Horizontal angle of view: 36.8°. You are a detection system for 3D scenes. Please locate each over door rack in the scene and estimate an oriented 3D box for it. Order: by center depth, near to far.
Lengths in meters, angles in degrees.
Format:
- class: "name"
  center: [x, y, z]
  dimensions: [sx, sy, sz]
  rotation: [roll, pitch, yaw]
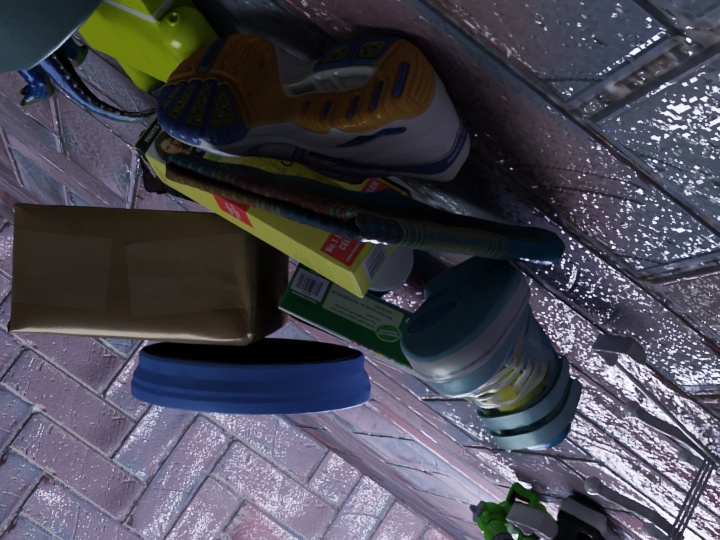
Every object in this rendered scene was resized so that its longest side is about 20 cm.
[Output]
- class: "over door rack"
  center: [0.179, 0.151, 0.780]
  dimensions: [0.067, 0.148, 0.200]
  rotation: [13, 155, 45]

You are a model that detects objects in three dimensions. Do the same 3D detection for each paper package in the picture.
- class: "paper package"
  center: [-0.169, 0.002, 0.916]
  dimensions: [0.199, 0.104, 0.191]
  rotation: [2, -179, 6]

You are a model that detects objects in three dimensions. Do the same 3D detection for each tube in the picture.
- class: "tube"
  center: [0.000, 0.000, 0.913]
  dimensions: [0.077, 0.050, 0.200]
  rotation: [38, 170, -4]

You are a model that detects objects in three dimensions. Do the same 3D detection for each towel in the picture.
- class: "towel"
  center: [0.010, -0.033, 0.606]
  dimensions: [0.146, 0.022, 0.200]
  rotation: [18, -172, 37]

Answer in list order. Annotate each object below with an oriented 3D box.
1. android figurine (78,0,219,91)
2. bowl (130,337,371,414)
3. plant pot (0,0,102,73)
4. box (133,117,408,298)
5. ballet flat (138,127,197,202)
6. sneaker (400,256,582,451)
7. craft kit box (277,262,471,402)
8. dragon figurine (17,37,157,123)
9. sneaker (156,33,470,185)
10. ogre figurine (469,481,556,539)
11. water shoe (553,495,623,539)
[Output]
- class: "android figurine"
  center: [-0.158, -0.173, 0.706]
  dimensions: [0.182, 0.041, 0.200]
  rotation: [29, 167, 26]
- class: "bowl"
  center: [-0.090, 0.084, 0.909]
  dimensions: [0.200, 0.040, 0.201]
  rotation: [2, -177, 0]
- class: "plant pot"
  center: [-0.210, -0.193, 0.471]
  dimensions: [0.200, 0.201, 0.196]
  rotation: [22, 169, 44]
- class: "box"
  center: [-0.063, -0.062, 0.785]
  dimensions: [0.200, 0.075, 0.050]
  rotation: [31, 166, 20]
- class: "ballet flat"
  center: [-0.144, -0.097, 0.900]
  dimensions: [0.200, 0.069, 0.071]
  rotation: [11, 134, 60]
- class: "sneaker"
  center: [0.089, 0.064, 0.654]
  dimensions: [0.131, 0.079, 0.200]
  rotation: [62, -164, -7]
- class: "craft kit box"
  center: [0.037, 0.061, 0.910]
  dimensions: [0.200, 0.049, 0.198]
  rotation: [25, 178, 5]
- class: "dragon figurine"
  center: [-0.210, -0.157, 0.654]
  dimensions: [0.200, 0.059, 0.099]
  rotation: [42, 163, 19]
- class: "sneaker"
  center: [-0.031, -0.080, 0.611]
  dimensions: [0.200, 0.075, 0.088]
  rotation: [13, 160, 39]
- class: "ogre figurine"
  center: [0.229, 0.352, 1.450]
  dimensions: [0.120, 0.199, 0.098]
  rotation: [41, 131, 46]
- class: "water shoe"
  center: [0.276, 0.345, 1.355]
  dimensions: [0.071, 0.079, 0.200]
  rotation: [25, 163, 38]
